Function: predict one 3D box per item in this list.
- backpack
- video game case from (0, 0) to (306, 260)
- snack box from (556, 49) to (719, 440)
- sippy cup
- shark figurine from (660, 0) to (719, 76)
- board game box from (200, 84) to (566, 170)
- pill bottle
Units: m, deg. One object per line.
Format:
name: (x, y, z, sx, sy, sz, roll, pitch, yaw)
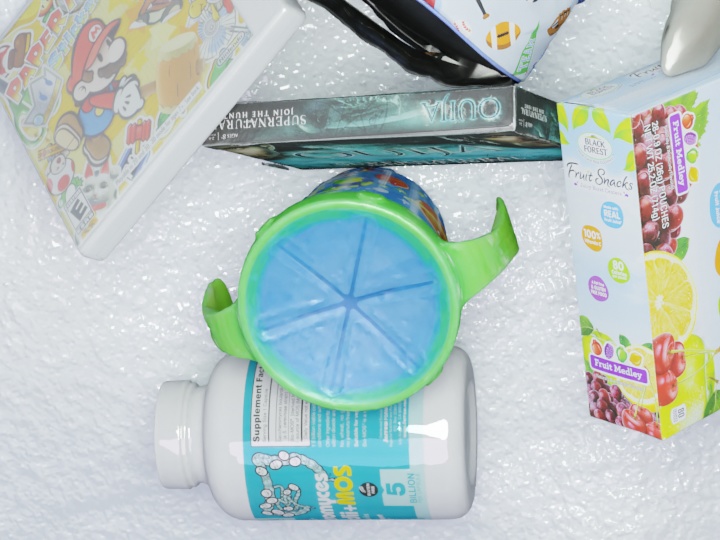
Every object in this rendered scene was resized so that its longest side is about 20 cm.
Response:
backpack: (0.042, -0.195, 1.365, 0.154, 0.200, 0.190, -45, 103, 7)
video game case: (-0.135, -0.137, 1.420, 0.023, 0.182, 0.200, 18, 121, -46)
snack box: (0.204, -0.025, 1.408, 0.068, 0.168, 0.201, 17, 120, 47)
sippy cup: (0.000, 0.000, 1.462, 0.177, 0.130, 0.140, 18, 111, 0)
shark figurine: (0.202, -0.232, 1.364, 0.128, 0.089, 0.215, -18, 88, -27)
board game box: (0.024, -0.082, 1.401, 0.199, 0.135, 0.028, -2, 85, 26)
pill bottle: (-0.028, 0.104, 1.516, 0.199, 0.111, 0.111, -1, 110, 9)
